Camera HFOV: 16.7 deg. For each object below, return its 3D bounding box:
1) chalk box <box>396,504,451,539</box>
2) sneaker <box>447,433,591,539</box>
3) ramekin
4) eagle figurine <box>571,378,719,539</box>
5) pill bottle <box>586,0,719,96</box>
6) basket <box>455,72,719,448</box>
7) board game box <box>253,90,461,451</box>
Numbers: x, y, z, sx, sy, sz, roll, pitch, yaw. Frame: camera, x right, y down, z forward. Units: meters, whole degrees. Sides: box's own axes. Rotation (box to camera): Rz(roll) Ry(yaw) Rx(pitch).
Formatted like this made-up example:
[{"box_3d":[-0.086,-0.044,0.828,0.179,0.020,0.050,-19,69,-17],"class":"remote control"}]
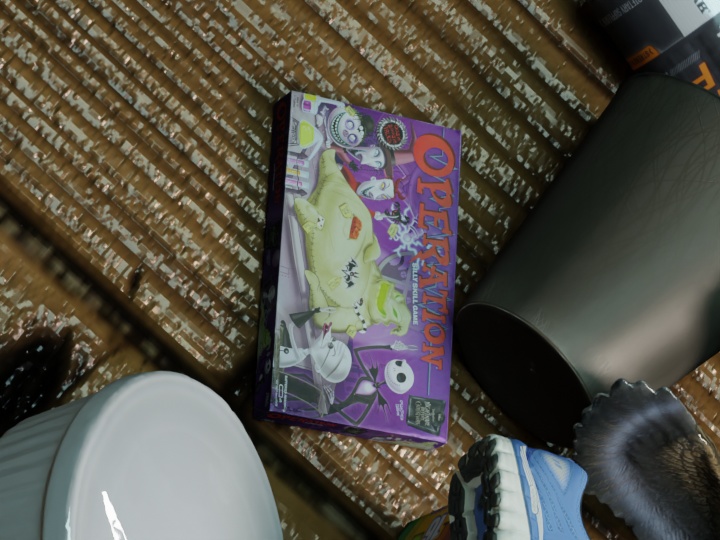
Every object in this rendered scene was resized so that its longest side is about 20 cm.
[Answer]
[{"box_3d":[0.046,0.243,1.366,0.124,0.125,0.200,41,60,-10],"class":"chalk box"},{"box_3d":[0.101,0.188,1.295,0.088,0.078,0.202,7,72,-22],"class":"sneaker"},{"box_3d":[-0.129,0.157,1.281,0.202,0.094,0.204,30,55,-55],"class":"ramekin"},{"box_3d":[0.226,0.126,1.453,0.201,0.150,0.152,60,23,-3],"class":"eagle figurine"},{"box_3d":[0.243,-0.127,1.587,0.106,0.106,0.201,-37,93,-30],"class":"pill bottle"},{"box_3d":[0.164,0.003,1.494,0.180,0.136,0.200,38,64,19],"class":"basket"},{"box_3d":[0.000,0.000,1.473,0.119,0.032,0.202,13,69,-28],"class":"board game box"}]
